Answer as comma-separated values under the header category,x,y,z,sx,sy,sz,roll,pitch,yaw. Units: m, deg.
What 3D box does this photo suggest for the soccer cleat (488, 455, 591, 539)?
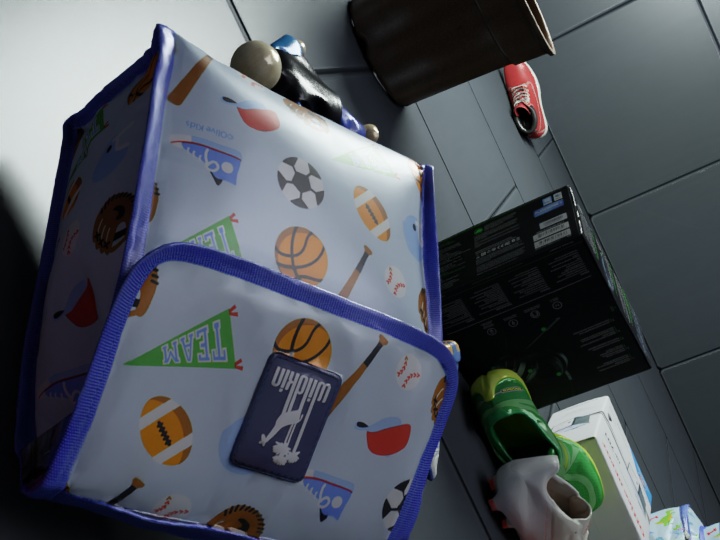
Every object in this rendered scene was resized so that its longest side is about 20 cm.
category,x,y,z,sx,sy,sz,roll,pitch,yaw
soccer cleat,0.193,0.255,0.888,0.200,0.077,0.069,57,21,-26

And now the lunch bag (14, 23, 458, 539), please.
category,x,y,z,sx,sy,sz,roll,pitch,yaw
lunch bag,-0.050,0.020,0.416,0.170,0.124,0.201,23,53,-32

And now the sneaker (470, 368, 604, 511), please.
category,x,y,z,sx,sy,sz,roll,pitch,yaw
sneaker,0.175,0.188,0.938,0.200,0.074,0.084,47,23,-22

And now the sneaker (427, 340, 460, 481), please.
category,x,y,z,sx,sy,sz,roll,pitch,yaw
sneaker,0.024,0.107,0.657,0.200,0.075,0.088,-28,106,-64

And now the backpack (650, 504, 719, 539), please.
category,x,y,z,sx,sy,sz,roll,pitch,yaw
backpack,0.482,0.440,1.330,0.183,0.147,0.200,58,18,-28

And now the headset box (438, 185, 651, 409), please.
category,x,y,z,sx,sy,sz,roll,pitch,yaw
headset box,0.179,0.044,0.953,0.200,0.174,0.093,54,23,-29

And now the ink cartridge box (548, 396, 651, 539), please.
category,x,y,z,sx,sy,sz,roll,pitch,yaw
ink cartridge box,0.279,0.250,1.113,0.147,0.086,0.200,67,18,2

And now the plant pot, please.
category,x,y,z,sx,sy,sz,roll,pitch,yaw
plant pot,0.107,-0.309,1.140,0.200,0.198,0.201,52,23,-33

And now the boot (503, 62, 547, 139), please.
category,x,y,z,sx,sy,sz,roll,pitch,yaw
boot,0.365,-0.400,2.116,0.144,0.072,0.201,-1,72,-68

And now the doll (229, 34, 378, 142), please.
category,x,y,z,sx,sy,sz,roll,pitch,yaw
doll,-0.039,-0.130,0.776,0.200,0.048,0.137,35,35,-56
